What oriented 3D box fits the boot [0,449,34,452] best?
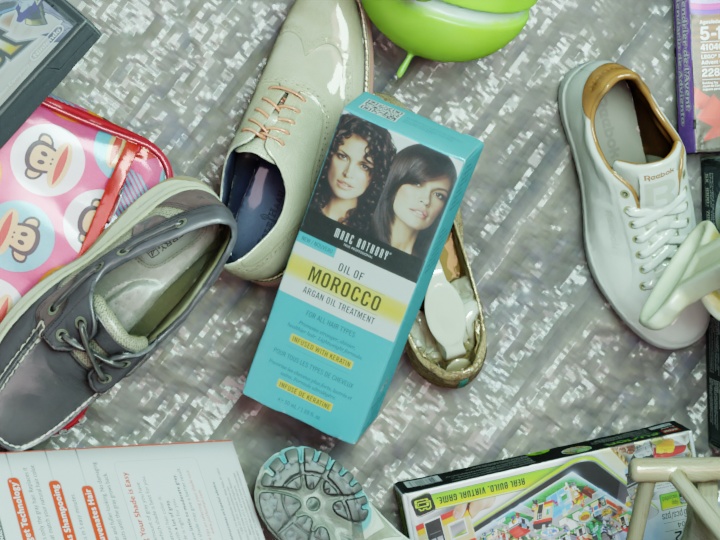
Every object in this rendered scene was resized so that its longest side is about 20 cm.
[{"bbox_3d":[-0.200,0.204,1.043,0.077,0.138,0.200,-30,97,12],"label":"boot"}]

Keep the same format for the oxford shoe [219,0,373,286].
[{"bbox_3d":[-0.042,-0.088,1.072,0.070,0.074,0.201,13,92,19],"label":"oxford shoe"}]

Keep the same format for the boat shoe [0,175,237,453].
[{"bbox_3d":[-0.149,0.029,1.008,0.200,0.065,0.072,-45,116,-7],"label":"boat shoe"}]

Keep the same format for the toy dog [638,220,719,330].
[{"bbox_3d":[0.297,0.025,1.038,0.200,0.140,0.194,40,53,-7],"label":"toy dog"}]

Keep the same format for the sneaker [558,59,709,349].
[{"bbox_3d":[0.181,-0.038,1.114,0.073,0.085,0.201,-23,99,-8],"label":"sneaker"}]

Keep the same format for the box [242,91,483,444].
[{"bbox_3d":[0.000,0.000,1.057,0.082,0.049,0.201,24,112,9],"label":"box"}]

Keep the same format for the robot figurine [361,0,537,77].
[{"bbox_3d":[0.066,-0.215,1.043,0.115,0.175,0.201,27,122,12],"label":"robot figurine"}]

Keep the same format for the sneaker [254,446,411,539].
[{"bbox_3d":[0.006,0.192,1.106,0.078,0.086,0.200,-38,94,-14],"label":"sneaker"}]

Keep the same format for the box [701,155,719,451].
[{"bbox_3d":[0.317,0.020,1.137,0.163,0.086,0.201,-3,95,-7],"label":"box"}]

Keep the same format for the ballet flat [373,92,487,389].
[{"bbox_3d":[0.040,-0.019,1.103,0.070,0.065,0.201,-22,97,-5],"label":"ballet flat"}]

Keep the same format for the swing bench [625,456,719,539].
[{"bbox_3d":[0.267,0.208,1.079,0.199,0.130,0.200,-11,130,-21],"label":"swing bench"}]

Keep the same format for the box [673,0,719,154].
[{"bbox_3d":[0.307,-0.150,1.143,0.199,0.039,0.138,-4,92,-8],"label":"box"}]

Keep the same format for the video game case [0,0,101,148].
[{"bbox_3d":[-0.278,-0.118,1.019,0.181,0.026,0.200,41,88,26],"label":"video game case"}]

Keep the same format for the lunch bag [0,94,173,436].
[{"bbox_3d":[-0.201,-0.005,1.066,0.176,0.082,0.201,22,91,-14],"label":"lunch bag"}]

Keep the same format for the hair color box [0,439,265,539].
[{"bbox_3d":[-0.157,0.162,1.028,0.199,0.061,0.102,2,55,-38],"label":"hair color box"}]

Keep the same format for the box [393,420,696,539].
[{"bbox_3d":[0.130,0.176,1.148,0.199,0.035,0.111,-12,97,-7],"label":"box"}]
